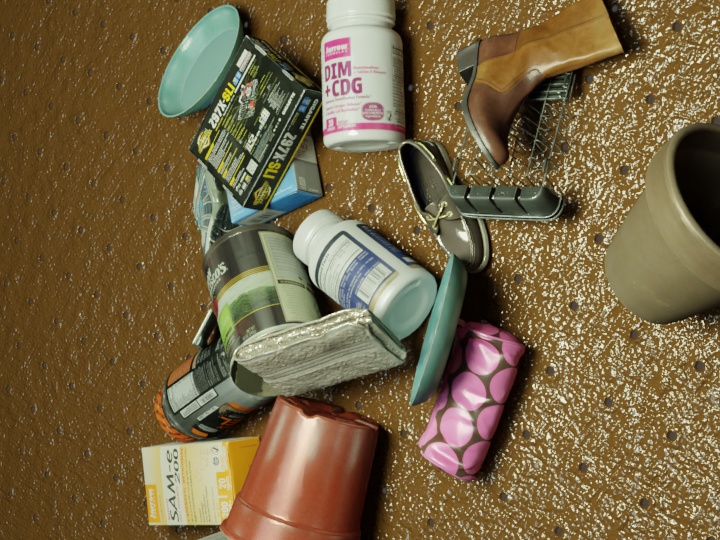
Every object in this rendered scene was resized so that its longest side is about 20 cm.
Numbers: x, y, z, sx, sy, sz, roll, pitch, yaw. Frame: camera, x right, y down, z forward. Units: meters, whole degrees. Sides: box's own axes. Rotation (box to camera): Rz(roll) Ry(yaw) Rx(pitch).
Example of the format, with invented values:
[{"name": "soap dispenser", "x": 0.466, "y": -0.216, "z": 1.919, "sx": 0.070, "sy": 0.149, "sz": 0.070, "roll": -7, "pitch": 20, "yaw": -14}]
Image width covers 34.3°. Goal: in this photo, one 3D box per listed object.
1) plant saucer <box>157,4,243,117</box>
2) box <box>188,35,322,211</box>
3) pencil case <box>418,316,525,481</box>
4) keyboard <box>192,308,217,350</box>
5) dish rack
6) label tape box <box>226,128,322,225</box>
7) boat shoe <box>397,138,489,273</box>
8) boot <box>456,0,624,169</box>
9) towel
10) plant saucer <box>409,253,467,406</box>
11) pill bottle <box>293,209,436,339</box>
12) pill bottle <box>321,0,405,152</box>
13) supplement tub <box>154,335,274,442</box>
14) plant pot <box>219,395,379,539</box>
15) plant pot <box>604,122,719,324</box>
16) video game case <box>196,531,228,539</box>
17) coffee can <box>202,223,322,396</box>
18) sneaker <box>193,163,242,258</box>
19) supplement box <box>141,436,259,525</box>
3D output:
[{"name": "plant saucer", "x": -0.241, "y": -0.318, "z": 1.813, "sx": 0.200, "sy": 0.036, "sz": 0.201, "roll": -32, "pitch": 43, "yaw": 35}, {"name": "box", "x": -0.152, "y": -0.212, "z": 1.683, "sx": 0.160, "sy": 0.049, "sz": 0.200, "roll": 45, "pitch": 114, "yaw": 36}, {"name": "pencil case", "x": 0.137, "y": 0.164, "z": 1.486, "sx": 0.093, "sy": 0.091, "sz": 0.201, "roll": 17, "pitch": 99, "yaw": -1}, {"name": "keyboard", "x": -0.231, "y": 0.090, "z": 1.745, "sx": 0.011, "sy": 0.200, "sz": 0.057, "roll": 22, "pitch": 82, "yaw": -2}, {"name": "dish rack", "x": 0.195, "y": -0.165, "z": 1.460, "sx": 0.153, "sy": 0.054, "sz": 0.201, "roll": 5, "pitch": 73, "yaw": 38}, {"name": "label tape box", "x": -0.142, "y": -0.184, "z": 1.745, "sx": 0.144, "sy": 0.063, "sz": 0.201, "roll": -22, "pitch": 72, "yaw": 37}, {"name": "boat shoe", "x": 0.106, "y": -0.086, "z": 1.538, "sx": 0.072, "sy": 0.059, "sz": 0.201, "roll": -34, "pitch": 68, "yaw": 33}, {"name": "boot", "x": 0.224, "y": -0.229, "z": 1.408, "sx": 0.199, "sy": 0.069, "sz": 0.189, "roll": -18, "pitch": 50, "yaw": 21}, {"name": "towel", "x": -0.049, "y": 0.111, "z": 1.524, "sx": 0.199, "sy": 0.133, "sz": 0.035, "roll": -19, "pitch": 53, "yaw": 21}, {"name": "plant saucer", "x": 0.101, "y": 0.078, "z": 1.477, "sx": 0.027, "sy": 0.200, "sz": 0.201, "roll": 16, "pitch": 101, "yaw": 1}, {"name": "pill bottle", "x": 0.000, "y": 0.000, "z": 1.591, "sx": 0.200, "sy": 0.111, "sz": 0.111, "roll": 39, "pitch": 112, "yaw": 34}, {"name": "pill bottle", "x": 0.003, "y": -0.269, "z": 1.596, "sx": 0.113, "sy": 0.113, "sz": 0.201, "roll": -5, "pitch": 85, "yaw": 39}, {"name": "supplement tub", "x": -0.214, "y": 0.175, "z": 1.753, "sx": 0.200, "sy": 0.122, "sz": 0.123, "roll": -35, "pitch": 67, "yaw": 34}, {"name": "plant pot", "x": -0.070, "y": 0.284, "z": 1.599, "sx": 0.200, "sy": 0.200, "sz": 0.196, "roll": 17, "pitch": 91, "yaw": 39}, {"name": "plant pot", "x": 0.360, "y": -0.032, "z": 1.263, "sx": 0.175, "sy": 0.200, "sz": 0.201, "roll": -49, "pitch": 58, "yaw": 49}, {"name": "video game case", "x": -0.155, "y": 0.408, "z": 1.646, "sx": 0.182, "sy": 0.200, "sz": 0.023, "roll": 8, "pitch": 100, "yaw": 40}, {"name": "coffee can", "x": -0.132, "y": 0.055, "z": 1.641, "sx": 0.146, "sy": 0.146, "sz": 0.200, "roll": -48, "pitch": 43, "yaw": 28}, {"name": "sneaker", "x": -0.221, "y": -0.084, "z": 1.814, "sx": 0.086, "sy": 0.077, "sz": 0.201, "roll": -14, "pitch": 72, "yaw": 50}, {"name": "supplement box", "x": -0.244, "y": 0.327, "z": 1.803, "sx": 0.199, "sy": 0.073, "sz": 0.127, "roll": -11, "pitch": 83, "yaw": 39}]
